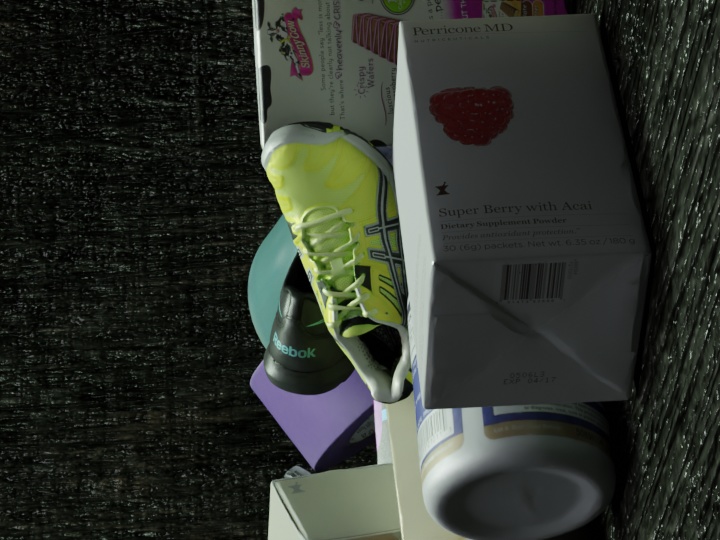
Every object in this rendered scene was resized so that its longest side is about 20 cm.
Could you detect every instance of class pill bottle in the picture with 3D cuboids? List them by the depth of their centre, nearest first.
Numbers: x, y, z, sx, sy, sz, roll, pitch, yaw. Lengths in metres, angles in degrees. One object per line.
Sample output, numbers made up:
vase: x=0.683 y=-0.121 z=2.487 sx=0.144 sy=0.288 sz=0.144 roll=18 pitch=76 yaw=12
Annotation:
pill bottle: x=0.087 y=0.052 z=1.439 sx=0.116 sy=0.115 sz=0.201 roll=92 pitch=175 yaw=-57

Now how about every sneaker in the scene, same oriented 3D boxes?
sneaker: x=0.000 y=-0.005 z=1.483 sx=0.200 sy=0.075 sz=0.077 roll=59 pitch=-156 yaw=-29
sneaker: x=0.000 y=0.000 z=1.603 sx=0.200 sy=0.075 sz=0.080 roll=-55 pitch=-28 yaw=-47

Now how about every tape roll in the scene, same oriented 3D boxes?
tape roll: x=0.019 y=0.059 z=1.823 sx=0.085 sy=0.200 sz=0.200 roll=50 pitch=169 yaw=10

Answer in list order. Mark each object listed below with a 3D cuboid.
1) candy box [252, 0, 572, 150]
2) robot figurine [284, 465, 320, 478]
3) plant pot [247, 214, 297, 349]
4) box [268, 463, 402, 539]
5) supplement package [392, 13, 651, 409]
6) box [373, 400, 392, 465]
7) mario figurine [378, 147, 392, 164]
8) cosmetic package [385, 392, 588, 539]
candy box: x=0.032 y=-0.147 z=1.504 sx=0.061 sy=0.199 sz=0.137 roll=-132 pitch=40 yaw=-85
robot figurine: x=0.003 y=0.233 z=1.810 sx=0.200 sy=0.058 sz=0.145 roll=39 pitch=162 yaw=39
plant pot: x=0.017 y=-0.007 z=2.059 sx=0.161 sy=0.199 sz=0.202 roll=120 pitch=150 yaw=-59
box: x=-0.013 y=0.238 z=1.625 sx=0.078 sy=0.094 sz=0.201 roll=-124 pitch=31 yaw=-55
supplement package: x=0.085 y=-0.037 z=1.350 sx=0.120 sy=0.120 sz=0.201 roll=91 pitch=175 yaw=-45
box: x=0.071 y=0.075 z=1.654 sx=0.036 sy=0.142 sz=0.201 roll=16 pitch=-117 yaw=-49
mario figurine: x=0.063 y=-0.094 z=1.757 sx=0.200 sy=0.105 sz=0.124 roll=-86 pitch=13 yaw=-55
cosmetic package: x=0.080 y=0.128 z=1.542 sx=0.073 sy=0.103 sz=0.201 roll=32 pitch=-140 yaw=-44
